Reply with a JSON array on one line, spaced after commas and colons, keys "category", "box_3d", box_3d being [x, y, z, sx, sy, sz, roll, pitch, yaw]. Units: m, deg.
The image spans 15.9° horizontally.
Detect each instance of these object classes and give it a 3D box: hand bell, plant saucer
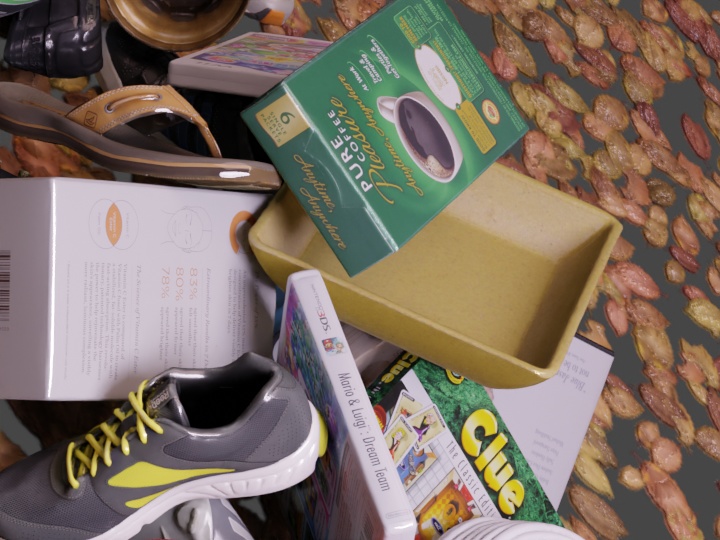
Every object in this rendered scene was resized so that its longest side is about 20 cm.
[{"category": "hand bell", "box_3d": [-0.117, -0.217, 1.818, 0.104, 0.104, 0.200, 45, 10, -5]}, {"category": "plant saucer", "box_3d": [0.044, -0.008, 1.589, 0.199, 0.049, 0.200, 24, 33, 5]}]

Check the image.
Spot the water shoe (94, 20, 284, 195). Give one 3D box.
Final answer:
[{"category": "water shoe", "box_3d": [-0.099, -0.107, 1.763, 0.200, 0.079, 0.072, 48, 32, -1]}]

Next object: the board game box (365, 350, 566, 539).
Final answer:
[{"category": "board game box", "box_3d": [0.061, 0.142, 1.626, 0.105, 0.023, 0.200, -46, 122, -25]}]

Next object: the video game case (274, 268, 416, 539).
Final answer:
[{"category": "video game case", "box_3d": [-0.015, 0.129, 1.516, 0.024, 0.200, 0.183, -11, 55, -15]}]

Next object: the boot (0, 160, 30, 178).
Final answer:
[{"category": "boot", "box_3d": [-0.268, -0.079, 1.546, 0.153, 0.073, 0.204, 26, 38, -38]}]

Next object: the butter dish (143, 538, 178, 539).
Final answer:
[{"category": "butter dish", "box_3d": [-0.063, 0.254, 1.374, 0.200, 0.199, 0.148, -63, 148, -51]}]

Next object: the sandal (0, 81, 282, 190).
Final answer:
[{"category": "sandal", "box_3d": [-0.136, -0.089, 1.531, 0.199, 0.055, 0.082, 20, 9, 29]}]

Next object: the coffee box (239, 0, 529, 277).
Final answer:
[{"category": "coffee box", "box_3d": [0.018, -0.090, 1.562, 0.123, 0.044, 0.200, 55, 37, -7]}]

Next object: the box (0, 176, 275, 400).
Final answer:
[{"category": "box", "box_3d": [-0.147, 0.013, 1.505, 0.200, 0.097, 0.125, 3, 87, -53]}]

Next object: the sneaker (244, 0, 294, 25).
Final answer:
[{"category": "sneaker", "box_3d": [-0.081, -0.278, 1.951, 0.076, 0.092, 0.201, 14, 47, -40]}]

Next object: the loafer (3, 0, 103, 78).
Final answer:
[{"category": "loafer", "box_3d": [-0.211, -0.194, 1.732, 0.070, 0.068, 0.201, -2, 35, -6]}]

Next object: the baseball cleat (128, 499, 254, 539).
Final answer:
[{"category": "baseball cleat", "box_3d": [-0.078, 0.182, 1.513, 0.201, 0.070, 0.106, 63, 21, 14]}]

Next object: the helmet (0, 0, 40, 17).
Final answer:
[{"category": "helmet", "box_3d": [-0.256, -0.249, 1.619, 0.200, 0.200, 0.191, 35, 44, -20]}]

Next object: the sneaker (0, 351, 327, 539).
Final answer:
[{"category": "sneaker", "box_3d": [-0.121, 0.093, 1.435, 0.085, 0.199, 0.075, 75, -4, -49]}]

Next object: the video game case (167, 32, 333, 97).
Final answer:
[{"category": "video game case", "box_3d": [-0.033, -0.133, 1.719, 0.143, 0.018, 0.200, 9, 13, 11]}]

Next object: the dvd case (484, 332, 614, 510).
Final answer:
[{"category": "dvd case", "box_3d": [0.081, 0.122, 1.663, 0.142, 0.018, 0.201, 26, 83, -39]}]

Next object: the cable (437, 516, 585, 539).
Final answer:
[{"category": "cable", "box_3d": [0.098, 0.249, 1.580, 0.200, 0.069, 0.201, 22, 63, -44]}]

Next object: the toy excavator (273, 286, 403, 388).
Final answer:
[{"category": "toy excavator", "box_3d": [0.000, 0.000, 1.706, 0.200, 0.194, 0.100, 51, -6, 47]}]
